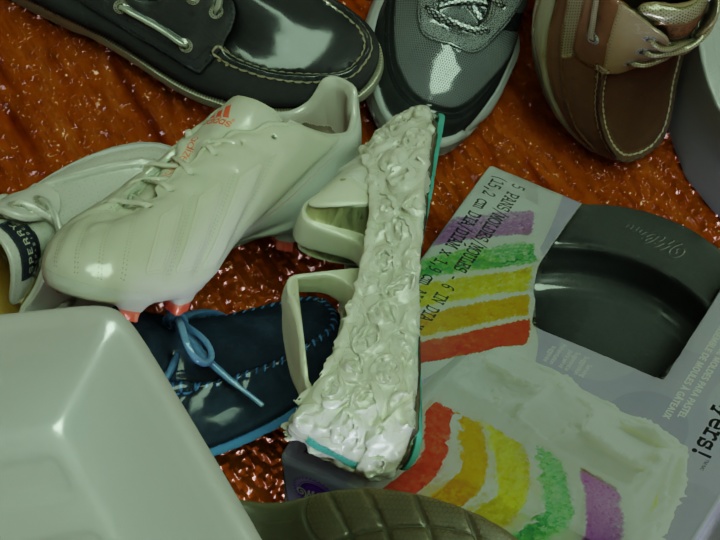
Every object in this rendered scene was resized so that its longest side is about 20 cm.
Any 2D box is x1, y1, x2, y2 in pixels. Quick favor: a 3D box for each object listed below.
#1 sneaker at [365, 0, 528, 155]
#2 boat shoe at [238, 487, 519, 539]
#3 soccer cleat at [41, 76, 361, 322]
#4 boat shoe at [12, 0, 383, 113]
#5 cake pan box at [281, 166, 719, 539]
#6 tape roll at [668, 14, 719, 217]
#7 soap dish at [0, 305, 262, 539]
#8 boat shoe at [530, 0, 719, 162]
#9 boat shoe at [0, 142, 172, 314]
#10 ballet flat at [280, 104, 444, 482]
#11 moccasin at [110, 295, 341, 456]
[{"bbox_3d":[0.061,-0.156,1.255,0.075,0.114,0.200,23,68,-5],"label":"sneaker"},{"bbox_3d":[-0.008,0.132,1.121,0.200,0.068,0.072,2,74,22],"label":"boat shoe"},{"bbox_3d":[-0.068,-0.036,1.163,0.069,0.078,0.200,22,27,29],"label":"soccer cleat"},{"bbox_3d":[-0.083,-0.129,1.228,0.200,0.063,0.073,21,69,2],"label":"boat shoe"},{"bbox_3d":[0.092,0.059,1.178,0.184,0.052,0.200,25,58,21],"label":"cake pan box"},{"bbox_3d":[0.250,-0.098,1.308,0.200,0.066,0.200,4,70,-12],"label":"tape roll"},{"bbox_3d":[-0.122,0.111,1.013,0.157,0.081,0.200,-7,55,-43],"label":"soap dish"},{"bbox_3d":[0.126,-0.125,1.221,0.076,0.200,0.072,-32,48,-22],"label":"boat shoe"},{"bbox_3d":[-0.152,-0.002,1.174,0.200,0.070,0.071,-30,80,-21],"label":"boat shoe"},{"bbox_3d":[0.000,0.000,1.153,0.072,0.072,0.200,13,50,-9],"label":"ballet flat"},{"bbox_3d":[-0.097,0.049,1.156,0.200,0.080,0.068,-22,117,-21],"label":"moccasin"}]
